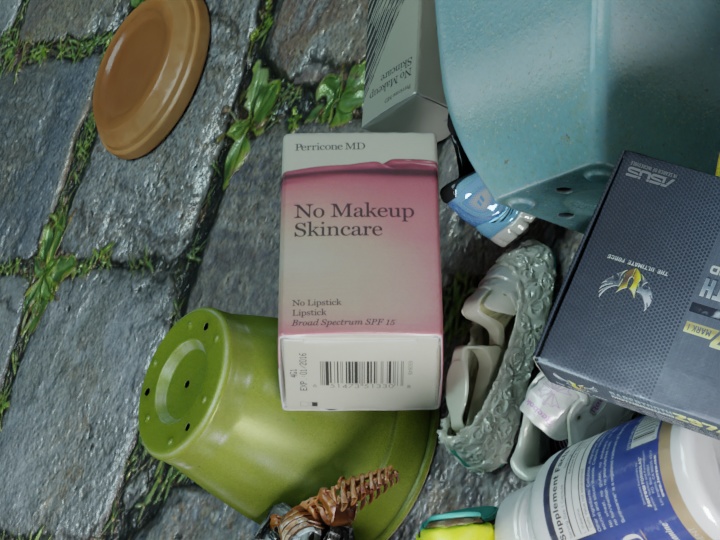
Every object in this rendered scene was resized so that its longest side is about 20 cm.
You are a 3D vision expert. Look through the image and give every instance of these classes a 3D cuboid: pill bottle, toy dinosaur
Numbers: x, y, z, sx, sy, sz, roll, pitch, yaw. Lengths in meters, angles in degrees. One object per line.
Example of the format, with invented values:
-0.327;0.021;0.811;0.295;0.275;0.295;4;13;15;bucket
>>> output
0.187;0.161;1.506;0.200;0.111;0.111;-29;48;44;pill bottle
-0.034;0.228;1.737;0.136;0.102;0.200;58;148;30;toy dinosaur

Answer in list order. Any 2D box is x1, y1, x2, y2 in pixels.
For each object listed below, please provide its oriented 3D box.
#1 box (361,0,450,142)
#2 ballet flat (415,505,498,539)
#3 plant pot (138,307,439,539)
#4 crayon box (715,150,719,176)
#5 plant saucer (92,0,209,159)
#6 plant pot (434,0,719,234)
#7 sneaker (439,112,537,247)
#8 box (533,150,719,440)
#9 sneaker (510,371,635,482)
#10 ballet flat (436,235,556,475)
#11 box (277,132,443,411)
0.054;-0.213;1.976;0.082;0.068;0.200;-31;46;43;box
0.074;0.208;1.622;0.200;0.067;0.067;41;-140;-82;ballet flat
-0.071;0.121;1.833;0.200;0.193;0.201;-33;46;41;plant pot
0.300;-0.044;1.473;0.127;0.051;0.201;8;74;23;crayon box
-0.237;-0.220;2.436;0.200;0.037;0.201;-33;46;41;plant saucer
0.181;-0.139;1.641;0.196;0.196;0.201;-21;60;49;plant pot
0.119;-0.123;1.780;0.078;0.090;0.200;-41;27;61;sneaker
0.231;0.025;1.413;0.200;0.051;0.158;19;76;25;box
0.171;0.075;1.569;0.075;0.099;0.200;40;121;30;sneaker
0.105;0.058;1.735;0.072;0.072;0.201;-11;61;53;ballet flat
0.000;0.000;1.749;0.109;0.127;0.200;89;180;-54;box
